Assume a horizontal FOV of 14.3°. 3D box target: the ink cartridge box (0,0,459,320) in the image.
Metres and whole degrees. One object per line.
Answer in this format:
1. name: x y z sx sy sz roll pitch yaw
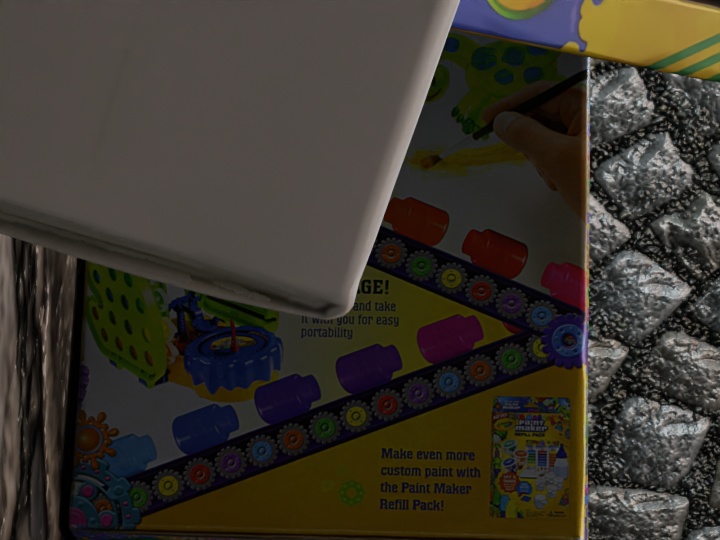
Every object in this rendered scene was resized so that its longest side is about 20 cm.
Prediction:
1. ink cartridge box: -0.014 -0.100 0.440 0.200 0.084 0.147 -84 -168 -67

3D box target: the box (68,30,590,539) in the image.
1. box: 0.000 0.000 0.766 0.200 0.121 0.194 83 9 -71

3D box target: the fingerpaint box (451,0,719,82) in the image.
1. fingerpaint box: 0.078 -0.145 0.615 0.073 0.166 0.201 28 -75 48
